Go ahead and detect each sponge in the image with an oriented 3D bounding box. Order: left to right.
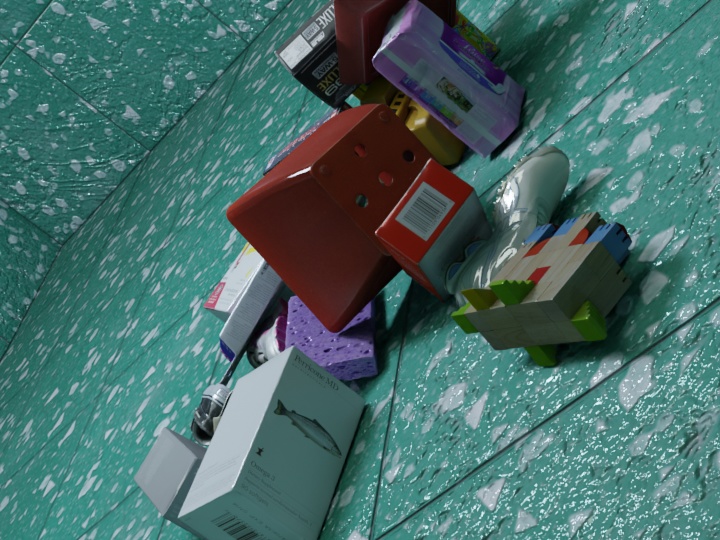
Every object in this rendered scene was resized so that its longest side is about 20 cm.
[{"bbox_3d":[-0.036,0.077,1.644,0.111,0.030,0.200,-14,25,6],"label":"sponge"}]

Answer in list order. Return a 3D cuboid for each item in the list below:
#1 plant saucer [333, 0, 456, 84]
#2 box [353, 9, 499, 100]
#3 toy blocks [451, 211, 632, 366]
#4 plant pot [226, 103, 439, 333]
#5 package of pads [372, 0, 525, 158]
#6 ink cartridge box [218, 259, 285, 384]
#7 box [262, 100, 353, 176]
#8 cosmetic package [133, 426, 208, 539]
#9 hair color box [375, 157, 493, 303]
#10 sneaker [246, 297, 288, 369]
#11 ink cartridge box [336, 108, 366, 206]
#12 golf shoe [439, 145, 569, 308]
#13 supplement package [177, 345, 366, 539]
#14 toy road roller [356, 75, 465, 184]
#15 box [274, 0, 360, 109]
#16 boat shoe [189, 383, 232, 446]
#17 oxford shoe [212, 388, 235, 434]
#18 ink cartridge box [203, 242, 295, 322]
[{"bbox_3d":[0.057,-0.342,1.788,0.199,0.037,0.200,-34,-21,-14],"label":"plant saucer"},{"bbox_3d":[0.061,-0.330,1.987,0.193,0.200,0.122,-49,18,11],"label":"box"},{"bbox_3d":[0.188,0.005,1.245,0.137,0.100,0.200,-47,14,-23],"label":"toy blocks"},{"bbox_3d":[-0.003,-0.078,1.566,0.200,0.200,0.176,-44,4,-27],"label":"plant pot"},{"bbox_3d":[0.112,-0.246,1.708,0.076,0.200,0.121,-44,15,34],"label":"package of pads"},{"bbox_3d":[-0.157,0.069,1.843,0.201,0.043,0.196,-59,0,-11],"label":"ink cartridge box"},{"bbox_3d":[-0.037,-0.155,1.999,0.200,0.136,0.038,-31,26,46],"label":"box"},{"bbox_3d":[-0.200,0.266,1.645,0.090,0.107,0.200,-59,17,-3],"label":"cosmetic package"},{"bbox_3d":[0.084,-0.039,1.446,0.102,0.061,0.200,-53,-17,-4],"label":"hair color box"},{"bbox_3d":[-0.103,0.109,1.768,0.088,0.081,0.200,-51,9,8],"label":"sneaker"},{"bbox_3d":[-0.038,-0.102,1.872,0.200,0.075,0.148,108,-174,-57],"label":"ink cartridge box"},{"bbox_3d":[0.175,-0.036,1.399,0.097,0.078,0.201,24,79,51],"label":"golf shoe"},{"bbox_3d":[-0.095,0.207,1.486,0.117,0.117,0.201,-34,26,44],"label":"supplement package"},{"bbox_3d":[0.081,-0.201,1.840,0.145,0.123,0.201,-8,43,42],"label":"toy road roller"},{"bbox_3d":[-0.006,-0.325,1.836,0.200,0.050,0.158,-43,-22,7],"label":"box"},{"bbox_3d":[-0.192,0.193,1.746,0.071,0.072,0.200,-49,-6,-14],"label":"boat shoe"},{"bbox_3d":[-0.120,0.166,1.628,0.070,0.074,0.200,-15,13,20],"label":"oxford shoe"},{"bbox_3d":[-0.135,-0.001,2.031,0.200,0.083,0.145,-56,18,-11],"label":"ink cartridge box"}]
